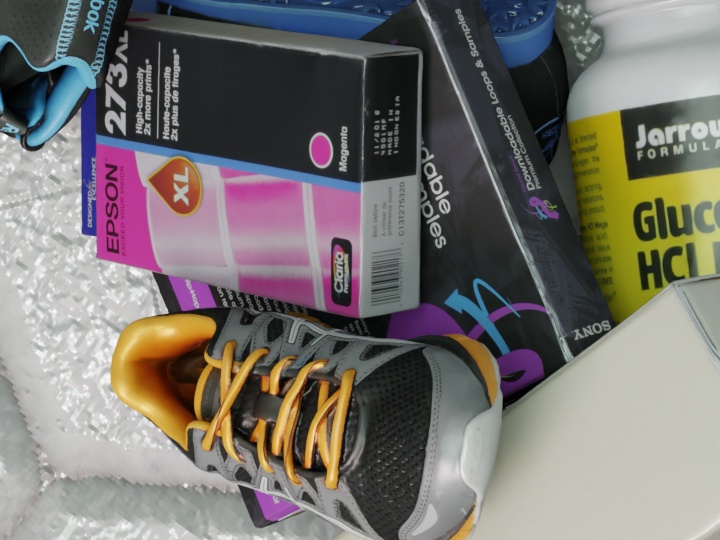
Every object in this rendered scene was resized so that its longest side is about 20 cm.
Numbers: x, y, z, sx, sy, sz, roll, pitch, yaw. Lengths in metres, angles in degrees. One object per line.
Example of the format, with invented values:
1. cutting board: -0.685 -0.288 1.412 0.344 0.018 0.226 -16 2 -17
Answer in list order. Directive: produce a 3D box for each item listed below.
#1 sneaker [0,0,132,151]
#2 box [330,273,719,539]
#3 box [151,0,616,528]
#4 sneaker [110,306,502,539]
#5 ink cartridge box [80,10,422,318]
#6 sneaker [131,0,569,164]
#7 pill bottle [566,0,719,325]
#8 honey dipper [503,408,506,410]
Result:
1. sneaker: -0.146 -0.083 1.152 0.073 0.200 0.082 13 68 -23
2. box: 0.076 0.086 1.070 0.200 0.068 0.082 -37 73 32
3. box: 0.000 0.000 1.138 0.200 0.036 0.144 -31 79 48
4. sneaker: -0.020 0.052 1.057 0.077 0.200 0.079 12 88 -32
5. ink cartridge box: -0.055 -0.045 1.134 0.199 0.037 0.095 13 106 48
6. sneaker: -0.011 -0.086 1.182 0.199 0.070 0.078 16 134 28
7. pill bottle: 0.137 -0.023 1.128 0.112 0.112 0.201 -8 89 11
8. honey dipper: 0.074 0.148 1.137 0.038 0.038 0.201 -17 89 11
